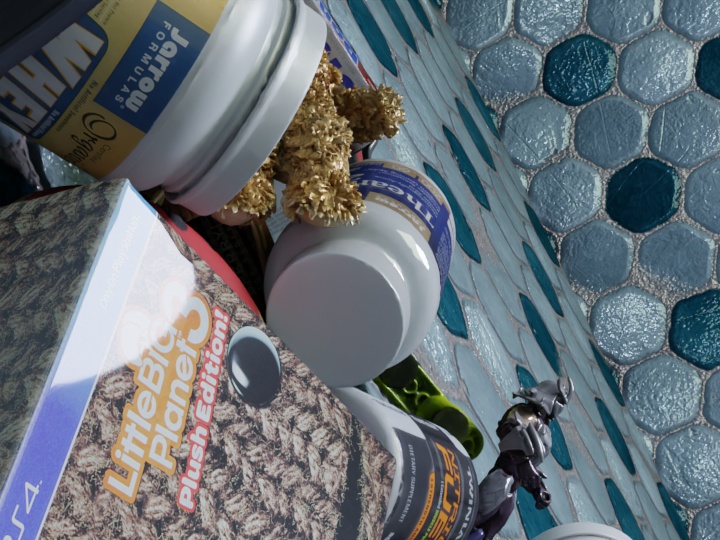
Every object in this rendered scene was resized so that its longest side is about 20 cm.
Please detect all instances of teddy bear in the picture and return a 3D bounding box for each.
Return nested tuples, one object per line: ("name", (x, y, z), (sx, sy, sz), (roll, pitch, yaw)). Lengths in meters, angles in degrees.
("teddy bear", (-0.048, -0.096, 0.752), (0.200, 0.144, 0.067), (-68, 163, -46))

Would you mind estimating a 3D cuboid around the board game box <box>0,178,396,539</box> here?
("board game box", (-0.087, 0.095, 0.462), (0.200, 0.096, 0.160), (49, 43, -41))

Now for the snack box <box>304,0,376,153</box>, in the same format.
("snack box", (-0.057, -0.165, 0.848), (0.200, 0.072, 0.024), (55, 17, -22))

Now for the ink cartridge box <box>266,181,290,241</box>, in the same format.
("ink cartridge box", (-0.088, -0.118, 0.957), (0.200, 0.085, 0.148), (53, 18, -36))

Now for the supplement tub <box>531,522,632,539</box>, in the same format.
("supplement tub", (0.201, 0.328, 1.048), (0.141, 0.140, 0.200), (55, 17, -26))

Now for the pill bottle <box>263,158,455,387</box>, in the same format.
("pill bottle", (0.000, 0.000, 0.794), (0.111, 0.111, 0.200), (60, 16, -10))

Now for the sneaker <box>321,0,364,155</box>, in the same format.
("sneaker", (-0.048, -0.180, 0.912), (0.201, 0.066, 0.078), (57, 14, -12))

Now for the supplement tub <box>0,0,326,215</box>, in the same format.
("supplement tub", (-0.131, -0.130, 0.607), (0.199, 0.145, 0.145), (31, 27, -22))

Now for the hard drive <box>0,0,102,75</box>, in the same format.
("hard drive", (-0.171, -0.141, 0.489), (0.135, 0.200, 0.042), (55, -7, -22))

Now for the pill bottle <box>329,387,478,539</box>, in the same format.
("pill bottle", (0.014, 0.142, 0.806), (0.200, 0.106, 0.107), (33, 33, -62))

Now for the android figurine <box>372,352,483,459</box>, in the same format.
("android figurine", (0.025, 0.075, 0.975), (0.182, 0.041, 0.200), (50, -3, -14))

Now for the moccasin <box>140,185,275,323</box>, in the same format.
("moccasin", (-0.108, -0.043, 0.798), (0.078, 0.073, 0.202), (-98, 167, -72))

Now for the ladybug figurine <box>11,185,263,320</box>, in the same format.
("ladybug figurine", (-0.112, 0.020, 0.656), (0.200, 0.072, 0.136), (43, 25, -52))

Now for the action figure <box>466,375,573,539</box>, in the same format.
("action figure", (0.109, 0.166, 0.935), (0.069, 0.201, 0.130), (27, -12, 28))

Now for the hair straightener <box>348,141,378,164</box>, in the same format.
("hair straightener", (0.010, -0.083, 0.979), (0.077, 0.041, 0.201), (48, 20, -44))
